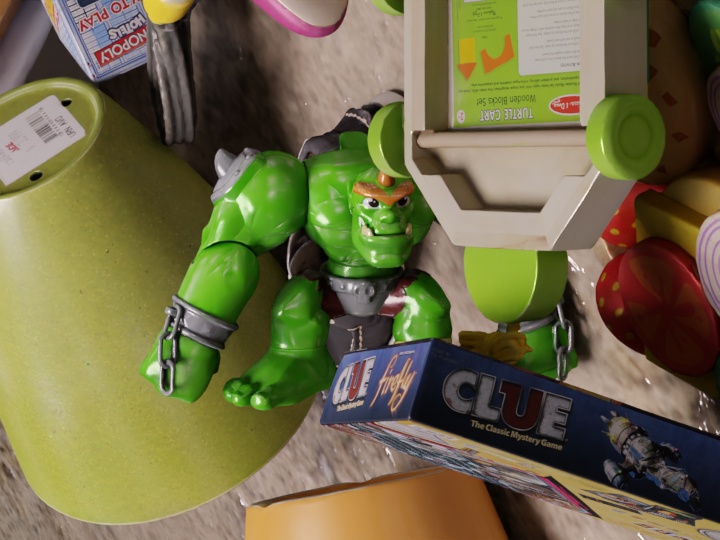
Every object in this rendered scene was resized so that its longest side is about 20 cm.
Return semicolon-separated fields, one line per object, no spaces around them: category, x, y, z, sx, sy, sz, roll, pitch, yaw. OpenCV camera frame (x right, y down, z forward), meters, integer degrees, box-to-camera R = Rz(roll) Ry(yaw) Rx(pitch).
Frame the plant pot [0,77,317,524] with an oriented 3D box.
plant pot;-0.139;0.000;1.277;0.187;0.187;0.200;32;155;46

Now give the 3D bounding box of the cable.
cable;-0.105;-0.135;1.165;0.200;0.050;0.097;112;138;-62

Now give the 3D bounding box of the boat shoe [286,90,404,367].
boat shoe;-0.009;-0.008;1.230;0.074;0.060;0.200;51;151;23

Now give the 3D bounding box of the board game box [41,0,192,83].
board game box;-0.164;-0.194;1.285;0.200;0.062;0.200;65;170;0

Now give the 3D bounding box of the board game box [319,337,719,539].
board game box;0.095;0.077;0.980;0.135;0.199;0.035;164;124;-73

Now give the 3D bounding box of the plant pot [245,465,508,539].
plant pot;0.018;0.201;1.250;0.200;0.199;0.184;-17;82;63

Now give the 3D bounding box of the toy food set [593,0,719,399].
toy food set;0.140;-0.026;0.964;0.198;0.049;0.201;31;139;47

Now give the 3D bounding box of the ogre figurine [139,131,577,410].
ogre figurine;0.000;0.000;1.106;0.098;0.199;0.120;-55;-35;-77

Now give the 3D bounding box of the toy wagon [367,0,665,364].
toy wagon;0.061;-0.063;0.943;0.155;0.039;0.201;4;96;55

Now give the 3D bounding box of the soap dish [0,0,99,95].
soap dish;-0.217;-0.083;1.394;0.081;0.200;0.158;7;132;10

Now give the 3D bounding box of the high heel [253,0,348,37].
high heel;-0.069;-0.170;1.181;0.200;0.067;0.096;54;147;24
